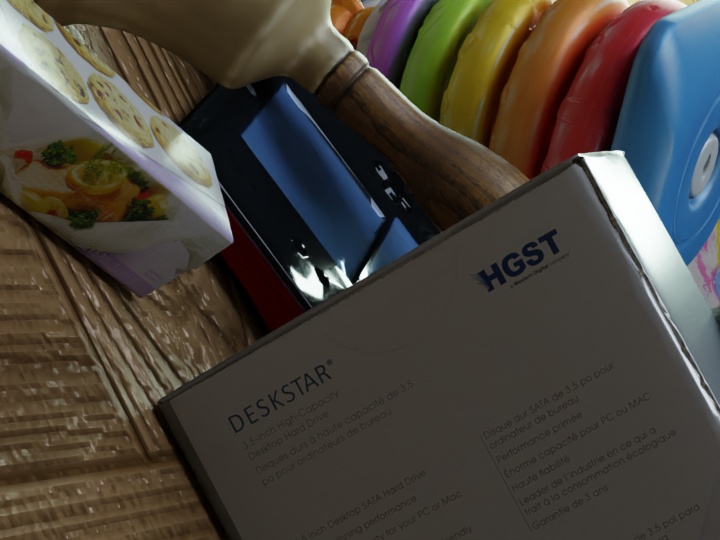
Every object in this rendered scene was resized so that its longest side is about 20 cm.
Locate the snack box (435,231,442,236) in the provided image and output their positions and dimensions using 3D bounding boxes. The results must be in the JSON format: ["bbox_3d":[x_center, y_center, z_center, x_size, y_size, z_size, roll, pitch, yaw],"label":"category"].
[{"bbox_3d":[0.091,0.068,1.029,0.200,0.024,0.072,53,6,-33],"label":"snack box"}]

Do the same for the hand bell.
[{"bbox_3d":[0.001,-0.059,0.955,0.200,0.104,0.104,40,16,2],"label":"hand bell"}]

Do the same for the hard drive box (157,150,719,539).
[{"bbox_3d":[0.057,0.087,0.890,0.201,0.155,0.077,62,16,5],"label":"hard drive box"}]

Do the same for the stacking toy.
[{"bbox_3d":[0.038,-0.069,1.070,0.199,0.117,0.110,20,21,21],"label":"stacking toy"}]

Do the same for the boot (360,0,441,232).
[{"bbox_3d":[0.044,-0.054,1.250,0.200,0.073,0.090,56,7,-27],"label":"boot"}]

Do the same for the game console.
[{"bbox_3d":[0.000,0.000,1.094,0.177,0.031,0.200,58,16,-9],"label":"game console"}]

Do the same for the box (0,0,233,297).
[{"bbox_3d":[-0.107,-0.056,0.850,0.200,0.039,0.042,41,23,-48],"label":"box"}]

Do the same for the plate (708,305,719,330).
[{"bbox_3d":[0.159,0.100,0.917,0.026,0.200,0.201,-23,82,-38],"label":"plate"}]

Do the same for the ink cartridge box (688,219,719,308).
[{"bbox_3d":[0.165,0.018,1.173,0.067,0.199,0.118,75,3,-51],"label":"ink cartridge box"}]
